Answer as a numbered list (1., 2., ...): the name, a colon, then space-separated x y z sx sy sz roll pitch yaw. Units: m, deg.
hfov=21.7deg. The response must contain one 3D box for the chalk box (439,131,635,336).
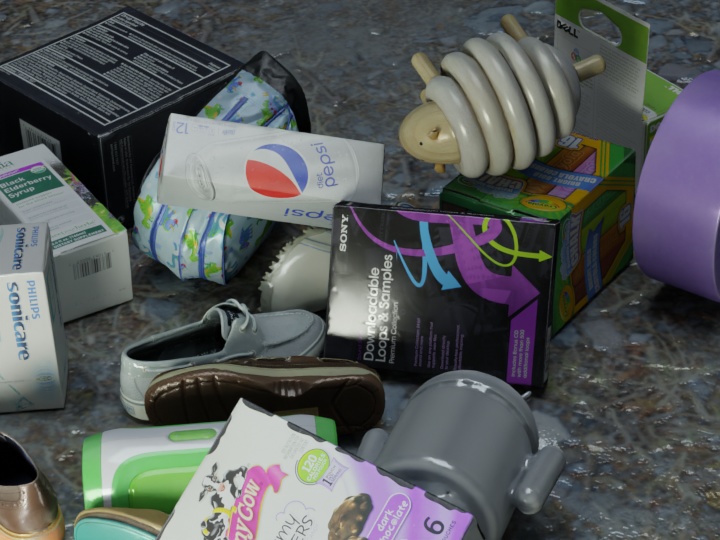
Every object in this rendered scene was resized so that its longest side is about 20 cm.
1. chalk box: 0.153 -0.031 1.725 0.123 0.126 0.200 19 40 30

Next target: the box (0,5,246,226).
1. box: -0.247 -0.159 1.942 0.198 0.124 0.199 -31 44 -34

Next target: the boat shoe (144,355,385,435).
1. boat shoe: -0.081 0.106 1.593 0.201 0.075 0.075 2 19 -4

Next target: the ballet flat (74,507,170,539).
1. ballet flat: -0.122 0.223 1.424 0.199 0.069 0.063 22 30 18

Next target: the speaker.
1. speaker: -0.116 0.161 1.487 0.198 0.089 0.089 -4 34 -3

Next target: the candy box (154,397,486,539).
1. candy box: -0.039 0.211 1.329 0.199 0.072 0.168 25 73 21

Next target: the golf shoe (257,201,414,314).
1. golf shoe: 0.000 0.000 1.733 0.199 0.079 0.097 -27 44 -31

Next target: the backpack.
1. backpack: -0.133 -0.082 1.795 0.200 0.164 0.154 -34 69 -28

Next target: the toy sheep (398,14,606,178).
1. toy sheep: 0.127 -0.153 1.682 0.199 0.138 0.138 -26 37 -4

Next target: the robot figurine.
1. robot figurine: 0.071 0.155 1.460 0.168 0.114 0.200 7 35 21

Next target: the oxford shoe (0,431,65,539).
1. oxford shoe: -0.305 0.149 1.529 0.071 0.073 0.200 -28 41 -33

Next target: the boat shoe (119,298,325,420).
1. boat shoe: -0.117 0.067 1.641 0.200 0.072 0.070 -20 37 -24

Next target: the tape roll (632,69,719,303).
1. tape roll: 0.332 -0.074 1.707 0.085 0.201 0.200 21 40 32

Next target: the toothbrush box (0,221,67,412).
1. toothbrush box: -0.359 0.046 1.623 0.198 0.147 0.085 -4 34 -4

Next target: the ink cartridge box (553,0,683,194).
1. ink cartridge box: 0.264 -0.188 1.882 0.075 0.201 0.148 -21 38 -26

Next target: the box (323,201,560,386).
1. box: 0.069 0.020 1.639 0.199 0.144 0.036 5 7 13

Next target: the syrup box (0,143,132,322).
1. syrup box: -0.297 -0.039 1.804 0.078 0.082 0.200 -19 38 -25

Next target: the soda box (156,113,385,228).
1. soda box: -0.081 -0.087 1.696 0.199 0.068 0.064 8 67 -9
